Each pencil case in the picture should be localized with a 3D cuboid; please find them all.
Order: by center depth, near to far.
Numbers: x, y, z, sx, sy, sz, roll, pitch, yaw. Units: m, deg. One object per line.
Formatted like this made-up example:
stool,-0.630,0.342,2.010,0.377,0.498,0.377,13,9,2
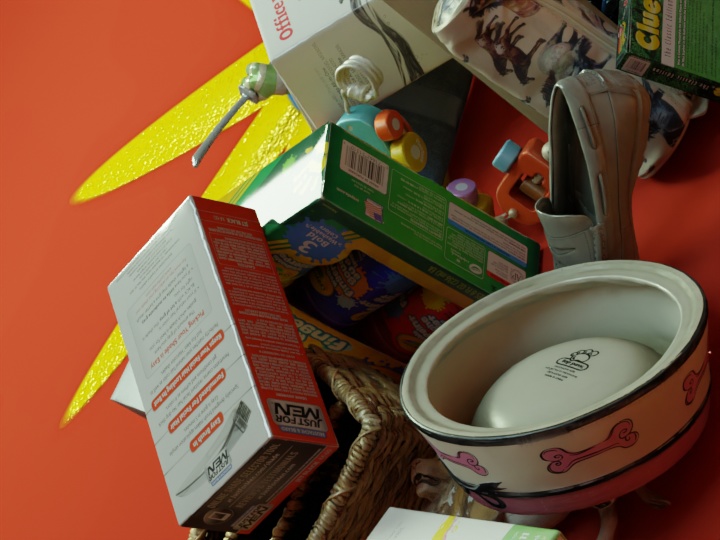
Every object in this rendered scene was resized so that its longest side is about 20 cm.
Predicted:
pencil case,0.140,-0.148,1.666,0.089,0.200,0.078,-46,16,42

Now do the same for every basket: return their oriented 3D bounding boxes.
basket,-0.049,0.154,1.680,0.143,0.149,0.200,32,101,26

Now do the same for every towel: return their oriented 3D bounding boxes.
towel,0.028,-0.139,1.940,0.049,0.111,0.200,117,170,-68

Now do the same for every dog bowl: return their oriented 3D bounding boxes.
dog bowl,0.129,0.076,1.528,0.200,0.074,0.200,-18,24,9

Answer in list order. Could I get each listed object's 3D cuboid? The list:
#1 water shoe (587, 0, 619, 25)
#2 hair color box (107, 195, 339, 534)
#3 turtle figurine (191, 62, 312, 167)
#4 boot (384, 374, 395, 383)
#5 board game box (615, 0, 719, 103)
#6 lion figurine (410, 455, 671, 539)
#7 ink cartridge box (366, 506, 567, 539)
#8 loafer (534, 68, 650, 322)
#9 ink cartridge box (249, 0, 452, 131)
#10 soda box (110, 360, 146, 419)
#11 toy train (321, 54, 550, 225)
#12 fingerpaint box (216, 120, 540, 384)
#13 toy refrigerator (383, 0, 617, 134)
water shoe,0.184,-0.206,1.801,0.200,0.071,0.079,-43,37,48
hair color box,-0.095,0.063,1.650,0.111,0.064,0.200,-45,49,34
turtle figurine,-0.063,-0.127,2.046,0.200,0.144,0.194,-43,30,23
boot,-0.043,0.182,1.813,0.200,0.066,0.165,-27,44,39
board game box,0.229,-0.203,1.675,0.023,0.105,0.200,126,158,-50
lion figurine,0.119,0.141,1.586,0.200,0.072,0.123,-22,34,29
ink cartridge box,0.068,0.209,1.504,0.200,0.117,0.067,1,47,51
loafer,0.146,-0.034,1.621,0.070,0.070,0.200,20,111,58
ink cartridge box,0.020,-0.212,1.858,0.200,0.083,0.145,-30,35,8
soda box,-0.131,0.104,2.022,0.200,0.063,0.068,13,74,61
toy train,0.068,-0.087,1.793,0.056,0.200,0.150,-54,-7,-43
fingerpaint box,0.000,0.000,1.759,0.167,0.200,0.073,-31,40,41
toy refrigerator,0.108,-0.179,1.743,0.076,0.200,0.070,-43,20,30
